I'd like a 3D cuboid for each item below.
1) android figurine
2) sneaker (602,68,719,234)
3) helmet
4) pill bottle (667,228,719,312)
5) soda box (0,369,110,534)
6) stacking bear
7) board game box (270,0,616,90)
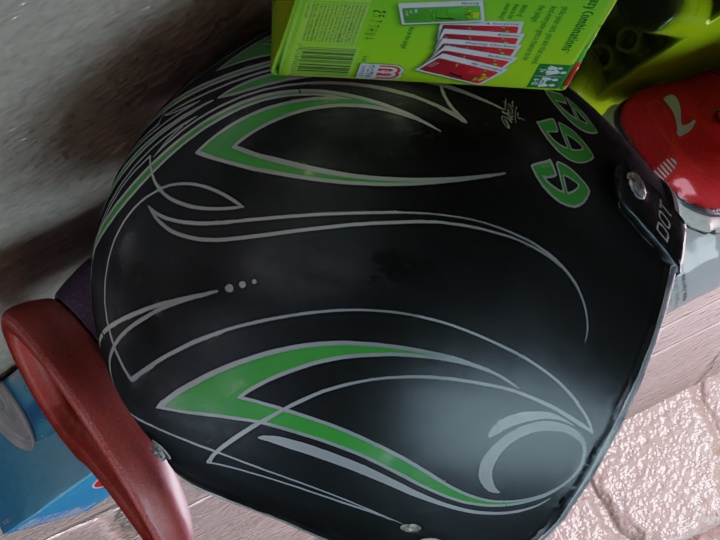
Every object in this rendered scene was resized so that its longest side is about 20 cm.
[{"bbox_3d":[0.148,-0.107,1.114,0.182,0.041,0.200,-34,166,29],"label":"android figurine"},{"bbox_3d":[0.181,-0.077,1.085,0.199,0.077,0.085,-21,156,-50],"label":"sneaker"},{"bbox_3d":[0.000,0.000,0.877,0.200,0.190,0.201,-157,-90,-80],"label":"helmet"},{"bbox_3d":[0.079,-0.003,1.230,0.199,0.115,0.114,-25,169,-7],"label":"pill bottle"},{"bbox_3d":[-0.108,0.054,1.169,0.200,0.068,0.064,-35,165,34],"label":"soda box"},{"bbox_3d":[-0.043,0.008,1.031,0.199,0.121,0.114,-35,138,-14],"label":"stacking bear"},{"bbox_3d":[0.033,-0.113,0.713,0.101,0.048,0.200,2,163,-8],"label":"board game box"}]
